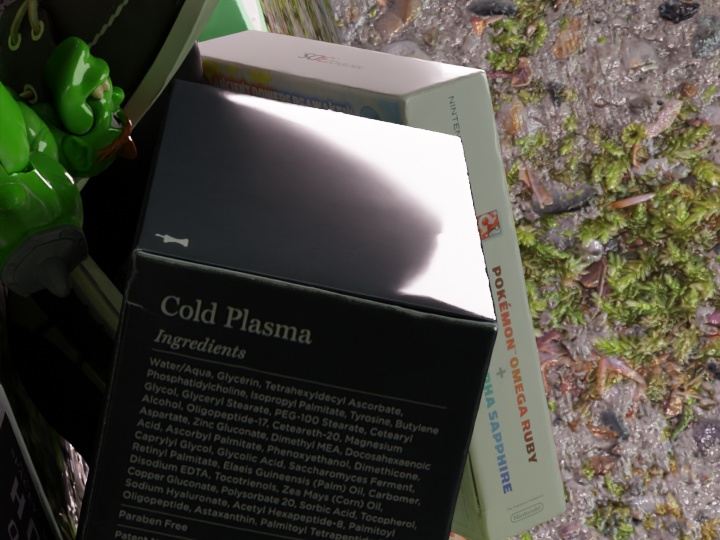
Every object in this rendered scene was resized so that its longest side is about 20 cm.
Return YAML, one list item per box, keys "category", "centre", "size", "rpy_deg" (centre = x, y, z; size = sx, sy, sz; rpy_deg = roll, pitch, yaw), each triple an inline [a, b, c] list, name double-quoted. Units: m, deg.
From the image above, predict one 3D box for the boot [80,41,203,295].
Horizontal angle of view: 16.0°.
- category: "boot"
  centre: [-0.069, -0.014, 1.030]
  size: [0.158, 0.079, 0.212]
  rpy_deg: [47, -29, 45]

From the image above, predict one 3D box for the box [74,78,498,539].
- category: "box"
  centre: [-0.031, 0.058, 0.789]
  size: [0.200, 0.104, 0.183]
  rpy_deg: [-93, -166, -72]

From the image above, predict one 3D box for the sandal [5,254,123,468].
- category: "sandal"
  centre: [-0.069, 0.065, 0.972]
  size: [0.057, 0.080, 0.201]
  rpy_deg: [-6, 54, -42]

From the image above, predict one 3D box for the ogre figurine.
- category: "ogre figurine"
  centre: [-0.138, -0.060, 0.825]
  size: [0.200, 0.098, 0.120]
  rpy_deg: [9, -46, 55]

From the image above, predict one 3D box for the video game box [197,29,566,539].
- category: "video game box"
  centre: [0.000, 0.000, 1.044]
  size: [0.200, 0.047, 0.183]
  rpy_deg: [19, -54, 59]

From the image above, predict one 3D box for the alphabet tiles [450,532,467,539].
- category: "alphabet tiles"
  centre: [-0.010, 0.102, 1.159]
  size: [0.166, 0.006, 0.200]
  rpy_deg: [33, 12, -6]

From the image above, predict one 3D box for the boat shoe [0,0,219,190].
- category: "boat shoe"
  centre: [-0.105, -0.072, 0.914]
  size: [0.060, 0.201, 0.072]
  rpy_deg: [35, 55, -9]

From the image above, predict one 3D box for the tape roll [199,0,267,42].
- category: "tape roll"
  centre: [-0.122, -0.245, 1.976]
  size: [0.200, 0.048, 0.201]
  rpy_deg: [-18, 90, -86]

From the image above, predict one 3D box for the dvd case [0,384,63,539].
- category: "dvd case"
  centre: [-0.109, 0.137, 0.812]
  size: [0.200, 0.025, 0.151]
  rpy_deg: [-91, 163, -72]

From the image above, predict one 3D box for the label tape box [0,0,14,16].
- category: "label tape box"
  centre: [-0.167, -0.168, 1.066]
  size: [0.200, 0.066, 0.144]
  rpy_deg: [49, 23, -74]
